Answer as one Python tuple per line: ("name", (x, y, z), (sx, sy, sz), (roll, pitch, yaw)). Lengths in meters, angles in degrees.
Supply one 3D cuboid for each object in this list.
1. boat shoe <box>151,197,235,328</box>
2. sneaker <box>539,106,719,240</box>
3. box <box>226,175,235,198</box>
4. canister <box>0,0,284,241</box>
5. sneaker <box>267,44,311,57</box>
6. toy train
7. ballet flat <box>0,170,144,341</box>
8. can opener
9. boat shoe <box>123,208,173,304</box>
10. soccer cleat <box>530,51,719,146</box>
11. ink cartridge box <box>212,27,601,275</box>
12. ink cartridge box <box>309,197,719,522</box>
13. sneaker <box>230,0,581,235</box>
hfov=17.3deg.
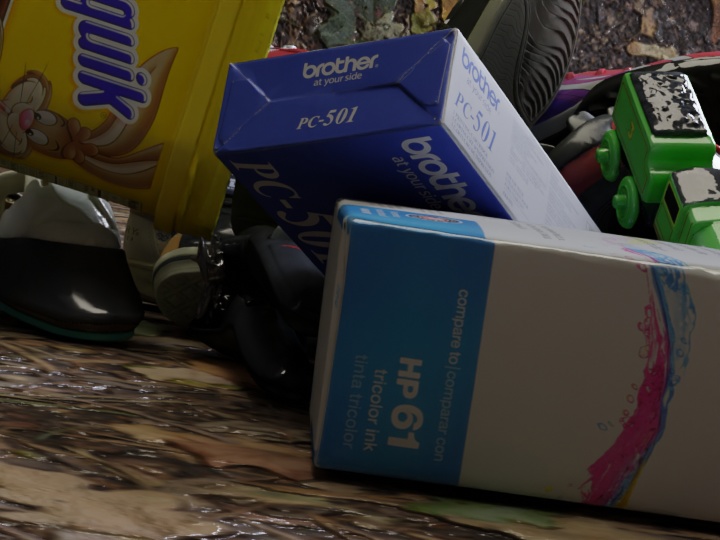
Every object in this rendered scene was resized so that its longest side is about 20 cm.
("boat shoe", (0.000, 0.000, 1.151), (0.199, 0.062, 0.075), (6, -41, 0))
("sneaker", (0.159, -0.013, 1.080), (0.200, 0.071, 0.098), (18, 31, -41))
("box", (0.022, -0.042, 1.257), (0.200, 0.049, 0.161), (13, 34, 0))
("canister", (-0.141, -0.112, 1.059), (0.200, 0.149, 0.087), (17, -12, -3))
("sneaker", (-0.070, -0.095, 1.200), (0.200, 0.071, 0.113), (-7, 34, 2))
("toy train", (0.137, -0.005, 0.946), (0.042, 0.056, 0.200), (0, 44, -14))
("ballet flat", (-0.153, -0.013, 1.109), (0.073, 0.073, 0.200), (7, 4, -26))
("can opener", (-0.032, 0.014, 0.981), (0.078, 0.064, 0.200), (8, 3, -6))
("boat shoe", (-0.029, -0.001, 1.266), (0.200, 0.063, 0.073), (8, 2, -5))
("soccer cleat", (0.106, -0.073, 1.154), (0.200, 0.068, 0.073), (-20, 37, 21))
("ink cartridge box", (0.033, -0.015, 0.913), (0.094, 0.044, 0.200), (-6, -32, 26))
("ink cartridge box", (0.086, 0.031, 0.793), (0.200, 0.085, 0.145), (7, 4, -2))
("sneaker", (0.020, -0.086, 1.105), (0.106, 0.200, 0.075), (16, -30, 34))
